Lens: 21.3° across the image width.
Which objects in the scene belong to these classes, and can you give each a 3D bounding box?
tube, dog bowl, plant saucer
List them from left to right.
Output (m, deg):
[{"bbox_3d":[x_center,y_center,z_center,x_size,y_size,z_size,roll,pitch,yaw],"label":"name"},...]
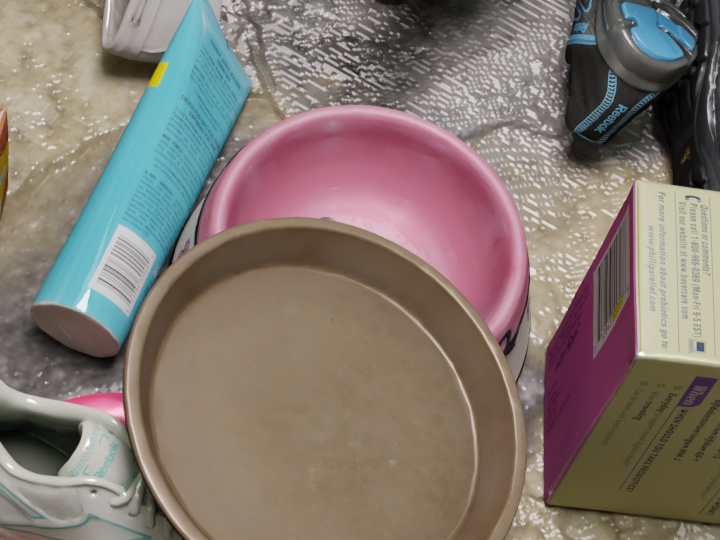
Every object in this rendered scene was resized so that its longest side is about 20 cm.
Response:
[{"bbox_3d":[-0.109,-0.050,1.019,0.050,0.078,0.201,11,60,24],"label":"tube"},{"bbox_3d":[-0.017,0.069,0.887,0.199,0.029,0.201,11,58,-19],"label":"plant saucer"},{"bbox_3d":[0.000,0.000,1.005,0.199,0.074,0.201,4,60,-7],"label":"dog bowl"}]

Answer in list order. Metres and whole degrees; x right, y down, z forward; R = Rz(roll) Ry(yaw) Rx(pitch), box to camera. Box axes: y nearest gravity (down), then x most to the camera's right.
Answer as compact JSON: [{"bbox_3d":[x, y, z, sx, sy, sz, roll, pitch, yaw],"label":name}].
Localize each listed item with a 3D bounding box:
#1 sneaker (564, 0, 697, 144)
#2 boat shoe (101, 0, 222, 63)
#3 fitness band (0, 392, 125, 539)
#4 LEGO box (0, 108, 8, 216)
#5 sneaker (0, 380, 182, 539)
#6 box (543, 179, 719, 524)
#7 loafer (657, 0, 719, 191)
[{"bbox_3d":[0.147,-0.154,1.118,0.073,0.082,0.200,28,36,-10],"label":"sneaker"},{"bbox_3d":[-0.111,-0.215,1.063,0.065,0.072,0.201,2,101,-30],"label":"boat shoe"},{"bbox_3d":[-0.091,0.138,0.935,0.199,0.037,0.144,19,57,0],"label":"fitness band"},{"bbox_3d":[-0.269,0.008,0.951,0.148,0.077,0.201,10,59,-4],"label":"LEGO box"},{"bbox_3d":[-0.106,0.110,0.882,0.199,0.080,0.071,19,54,0],"label":"sneaker"},{"bbox_3d":[0.208,0.051,0.952,0.199,0.176,0.097,8,60,-5],"label":"box"},{"bbox_3d":[0.213,-0.076,1.093,0.070,0.068,0.201,10,62,-17],"label":"loafer"}]
